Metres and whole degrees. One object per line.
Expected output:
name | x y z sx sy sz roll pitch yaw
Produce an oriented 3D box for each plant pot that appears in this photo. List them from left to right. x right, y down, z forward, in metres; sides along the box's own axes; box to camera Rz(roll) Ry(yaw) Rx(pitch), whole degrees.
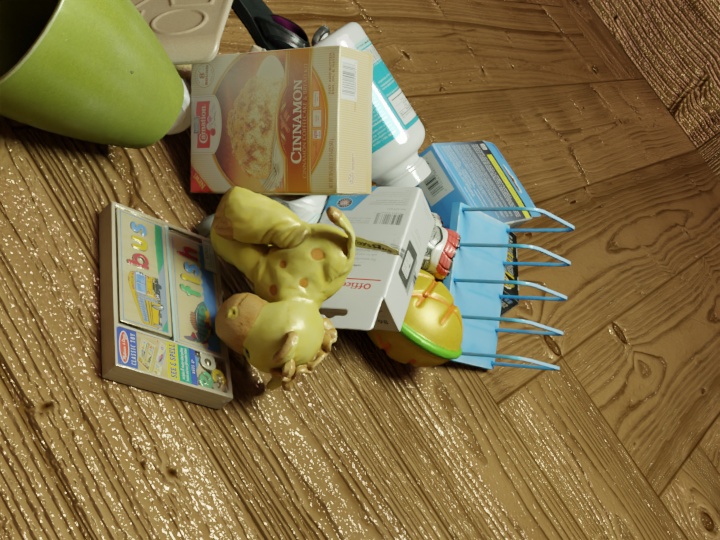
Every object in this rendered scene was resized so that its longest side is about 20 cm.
plant pot | -0.277 -0.209 1.014 0.200 0.187 0.188 32 34 -49

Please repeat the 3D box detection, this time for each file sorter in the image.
file sorter | 0.191 0.025 1.309 0.139 0.122 0.201 18 78 -52

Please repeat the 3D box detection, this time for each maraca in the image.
maraca | 0.047 0.040 1.232 0.200 0.107 0.137 46 15 33

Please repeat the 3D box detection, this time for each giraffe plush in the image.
giraffe plush | -0.078 0.032 1.018 0.173 0.199 0.163 52 53 -56

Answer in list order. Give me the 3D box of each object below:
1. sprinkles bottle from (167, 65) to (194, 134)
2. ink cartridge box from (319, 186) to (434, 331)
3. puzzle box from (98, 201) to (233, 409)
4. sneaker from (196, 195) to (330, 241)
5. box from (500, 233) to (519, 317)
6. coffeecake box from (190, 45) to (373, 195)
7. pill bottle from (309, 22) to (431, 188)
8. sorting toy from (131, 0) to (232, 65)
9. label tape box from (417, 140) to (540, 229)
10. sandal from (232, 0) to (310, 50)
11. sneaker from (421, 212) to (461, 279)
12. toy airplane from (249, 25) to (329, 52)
sprinkles bottle | -0.223 -0.248 1.219 0.068 0.068 0.200 31 36 -28
ink cartridge box | 0.000 0.000 1.158 0.067 0.115 0.200 63 38 -47
puzzle box | -0.194 0.032 1.005 0.133 0.025 0.200 22 42 -37
sneaker | -0.098 -0.041 1.164 0.200 0.070 0.081 -7 83 -47
box | 0.151 -0.046 1.501 0.200 0.049 0.160 36 37 -23
coffeecake box | -0.089 -0.160 1.121 0.073 0.199 0.154 -5 96 -59
pill bottle | 0.002 -0.182 1.206 0.200 0.111 0.111 57 30 -10
sorting toy | -0.241 -0.295 1.184 0.200 0.184 0.037 -87 173 -45
label tape box | 0.168 -0.114 1.488 0.200 0.066 0.144 -12 69 -58
sandal | -0.120 -0.347 1.470 0.201 0.048 0.075 51 31 2
sneaker | 0.064 -0.045 1.308 0.082 0.078 0.200 19 3 -13
toy airplane | -0.052 -0.224 1.372 0.199 0.141 0.200 41 -5 -34
